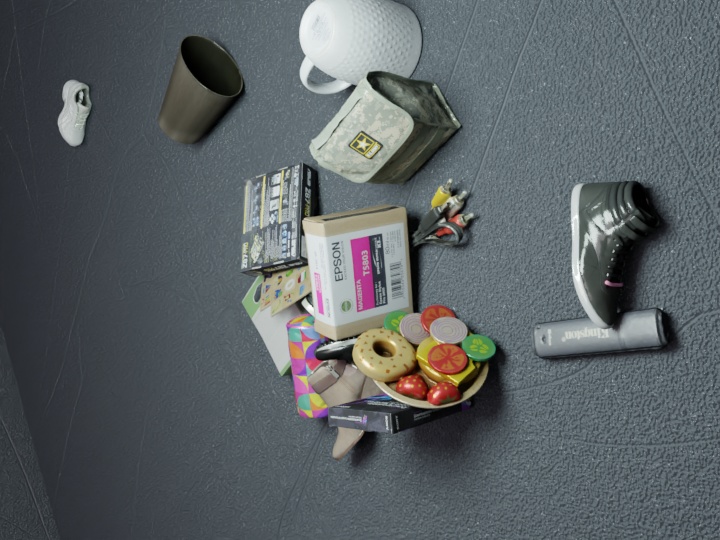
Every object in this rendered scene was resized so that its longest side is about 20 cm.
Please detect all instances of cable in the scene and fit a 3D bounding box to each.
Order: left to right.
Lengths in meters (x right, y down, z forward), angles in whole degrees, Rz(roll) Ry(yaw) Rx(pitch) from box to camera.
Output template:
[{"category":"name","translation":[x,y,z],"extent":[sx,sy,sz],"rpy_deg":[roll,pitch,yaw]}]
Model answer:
[{"category":"cable","translation":[0.118,-0.065,1.163],"extent":[0.097,0.050,0.200],"rpy_deg":[63,144,12]}]

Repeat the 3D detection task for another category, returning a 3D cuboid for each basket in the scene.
[{"category":"basket","translation":[-0.376,-0.397,1.571],"extent":[0.200,0.136,0.181],"rpy_deg":[-44,68,42]}]

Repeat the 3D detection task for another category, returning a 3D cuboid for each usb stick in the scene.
[{"category":"usb stick","translation":[0.326,0.090,0.953],"extent":[0.199,0.032,0.056],"rpy_deg":[-14,82,46]}]

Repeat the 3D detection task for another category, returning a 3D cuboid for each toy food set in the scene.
[{"category":"toy food set","translation":[0.104,0.131,1.080],"extent":[0.200,0.198,0.049],"rpy_deg":[30,138,31]}]

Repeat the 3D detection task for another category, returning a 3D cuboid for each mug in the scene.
[{"category":"mug","translation":[-0.023,-0.375,1.171],"extent":[0.200,0.175,0.148],"rpy_deg":[-41,65,40]}]

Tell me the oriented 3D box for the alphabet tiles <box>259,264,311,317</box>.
[{"category":"alphabet tiles","translation":[-0.123,-0.002,1.345],"extent":[0.200,0.006,0.167],"rpy_deg":[-33,38,26]}]

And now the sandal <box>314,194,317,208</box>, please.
[{"category":"sandal","translation":[-0.158,-0.100,1.428],"extent":[0.200,0.054,0.082],"rpy_deg":[-36,60,25]}]

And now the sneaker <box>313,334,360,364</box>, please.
[{"category":"sneaker","translation":[0.022,0.149,1.175],"extent":[0.070,0.199,0.091],"rpy_deg":[174,86,-85]}]

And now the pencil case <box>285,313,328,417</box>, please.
[{"category":"pencil case","translation":[-0.089,0.185,1.326],"extent":[0.088,0.088,0.201],"rpy_deg":[6,111,45]}]

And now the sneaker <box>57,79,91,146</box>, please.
[{"category":"sneaker","translation":[-0.870,-0.481,2.111],"extent":[0.099,0.078,0.201],"rpy_deg":[15,105,41]}]

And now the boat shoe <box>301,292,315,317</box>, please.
[{"category":"boat shoe","translation":[-0.010,0.097,1.244],"extent":[0.199,0.075,0.066],"rpy_deg":[40,95,3]}]

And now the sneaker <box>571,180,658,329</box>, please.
[{"category":"sneaker","translation":[0.335,-0.027,0.897],"extent":[0.099,0.070,0.201],"rpy_deg":[-14,75,49]}]

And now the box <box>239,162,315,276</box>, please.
[{"category":"box","translation":[-0.166,-0.099,1.366],"extent":[0.161,0.049,0.201],"rpy_deg":[-11,70,33]}]

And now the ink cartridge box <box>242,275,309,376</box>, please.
[{"category":"ink cartridge box","translation":[-0.163,0.099,1.448],"extent":[0.146,0.048,0.200],"rpy_deg":[-52,57,35]}]

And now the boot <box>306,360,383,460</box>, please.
[{"category":"boot","translation":[-0.038,0.240,1.273],"extent":[0.146,0.070,0.200],"rpy_deg":[37,106,-2]}]

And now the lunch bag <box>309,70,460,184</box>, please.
[{"category":"lunch bag","translation":[0.033,-0.225,1.109],"extent":[0.164,0.199,0.118],"rpy_deg":[-43,63,38]}]

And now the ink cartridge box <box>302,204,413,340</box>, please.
[{"category":"ink cartridge box","translation":[0.000,0.000,1.161],"extent":[0.075,0.164,0.201],"rpy_deg":[17,117,57]}]

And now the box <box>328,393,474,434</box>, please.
[{"category":"box","translation":[0.066,0.221,1.112],"extent":[0.143,0.199,0.036],"rpy_deg":[-7,90,45]}]
